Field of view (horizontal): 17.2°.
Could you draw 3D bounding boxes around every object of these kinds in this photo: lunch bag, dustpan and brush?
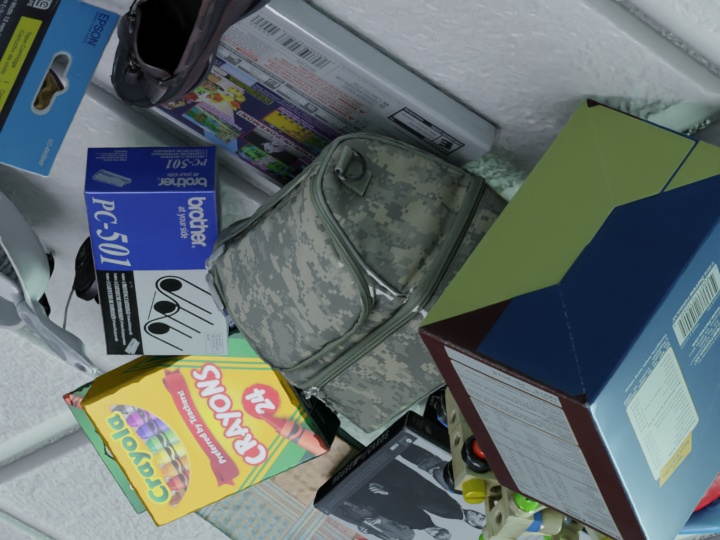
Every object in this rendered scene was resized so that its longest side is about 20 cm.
[{"bbox_3d":[0.000,0.000,1.629,0.168,0.140,0.200,37,147,-11],"label":"lunch bag"},{"bbox_3d":[-0.268,0.010,1.835,0.200,0.057,0.140,33,142,14],"label":"dustpan and brush"}]

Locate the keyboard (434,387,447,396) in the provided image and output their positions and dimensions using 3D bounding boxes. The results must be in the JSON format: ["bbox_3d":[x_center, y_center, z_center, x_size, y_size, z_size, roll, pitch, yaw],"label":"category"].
[{"bbox_3d":[0.015,0.059,1.875,0.200,0.040,0.104,-15,113,47],"label":"keyboard"}]

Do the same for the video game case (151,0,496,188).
[{"bbox_3d":[-0.036,-0.110,1.616,0.200,0.023,0.182,31,149,-22],"label":"video game case"}]

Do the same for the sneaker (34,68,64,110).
[{"bbox_3d":[-0.289,-0.124,1.702,0.199,0.075,0.090,15,160,21],"label":"sneaker"}]

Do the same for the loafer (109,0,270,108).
[{"bbox_3d":[-0.121,-0.158,1.522,0.072,0.063,0.200,57,143,4],"label":"loafer"}]

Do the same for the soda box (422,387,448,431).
[{"bbox_3d":[0.144,0.155,1.906,0.199,0.071,0.063,12,151,13],"label":"soda box"}]

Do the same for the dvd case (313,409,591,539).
[{"bbox_3d":[0.082,0.198,1.897,0.200,0.025,0.150,31,138,-14],"label":"dvd case"}]

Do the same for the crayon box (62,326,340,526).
[{"bbox_3d":[-0.133,0.122,1.912,0.199,0.051,0.127,-26,106,20],"label":"crayon box"}]

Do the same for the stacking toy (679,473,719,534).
[{"bbox_3d":[0.212,0.094,1.751,0.109,0.116,0.200,-3,133,30],"label":"stacking toy"}]

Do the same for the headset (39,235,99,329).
[{"bbox_3d":[-0.179,0.002,1.866,0.199,0.094,0.124,-17,137,25],"label":"headset"}]

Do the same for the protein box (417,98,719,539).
[{"bbox_3d":[0.169,0.040,1.535,0.135,0.199,0.200,24,157,33],"label":"protein box"}]

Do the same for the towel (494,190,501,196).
[{"bbox_3d":[0.062,0.005,1.732,0.086,0.018,0.200,41,142,-17],"label":"towel"}]

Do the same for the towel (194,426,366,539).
[{"bbox_3d":[-0.082,0.160,1.957,0.200,0.022,0.147,37,114,-5],"label":"towel"}]

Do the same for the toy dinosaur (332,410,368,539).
[{"bbox_3d":[-0.025,0.183,1.988,0.181,0.200,0.105,-8,138,-16],"label":"toy dinosaur"}]

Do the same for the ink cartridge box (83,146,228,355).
[{"bbox_3d":[-0.146,-0.011,1.734,0.094,0.044,0.200,-1,143,0],"label":"ink cartridge box"}]

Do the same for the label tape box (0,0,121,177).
[{"bbox_3d":[-0.275,-0.128,1.601,0.199,0.144,0.066,15,151,7],"label":"label tape box"}]

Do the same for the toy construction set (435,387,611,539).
[{"bbox_3d":[0.123,0.138,1.783,0.131,0.200,0.092,12,124,-20],"label":"toy construction set"}]
